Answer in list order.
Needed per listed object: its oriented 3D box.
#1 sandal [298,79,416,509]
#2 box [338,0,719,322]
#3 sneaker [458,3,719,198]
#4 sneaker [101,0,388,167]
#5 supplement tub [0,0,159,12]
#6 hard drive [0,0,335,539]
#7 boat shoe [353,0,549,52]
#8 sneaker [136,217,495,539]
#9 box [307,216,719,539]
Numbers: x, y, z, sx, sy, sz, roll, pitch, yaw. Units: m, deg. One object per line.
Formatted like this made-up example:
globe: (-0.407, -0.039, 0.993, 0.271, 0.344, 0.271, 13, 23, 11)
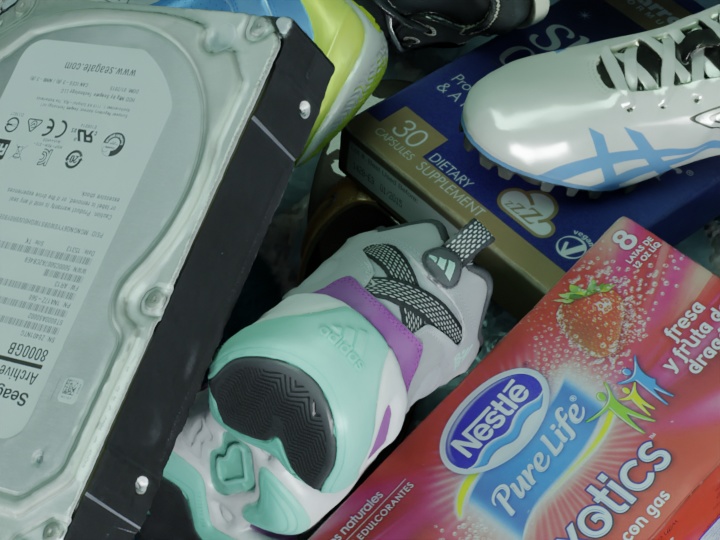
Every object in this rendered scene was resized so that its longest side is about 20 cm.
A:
sandal: (0.000, 0.000, 0.818, 0.082, 0.055, 0.200, 12, 61, 17)
box: (0.104, -0.062, 0.821, 0.200, 0.032, 0.121, -31, 56, -30)
sneaker: (0.135, -0.077, 0.767, 0.200, 0.073, 0.072, -9, 50, -11)
sneaker: (-0.084, -0.043, 0.777, 0.105, 0.076, 0.200, 39, 90, -5)
supplement tub: (-0.082, -0.153, 0.841, 0.132, 0.132, 0.200, 38, 101, 28)
hard drive: (-0.106, 0.001, 0.671, 0.140, 0.038, 0.200, 10, 70, 36)
boat shoe: (0.018, -0.123, 0.835, 0.066, 0.075, 0.199, -34, 21, -6)
sneaker: (-0.008, 0.042, 0.731, 0.078, 0.200, 0.140, 50, 56, 0)
box: (0.070, 0.093, 0.721, 0.095, 0.100, 0.200, 36, 71, 28)
